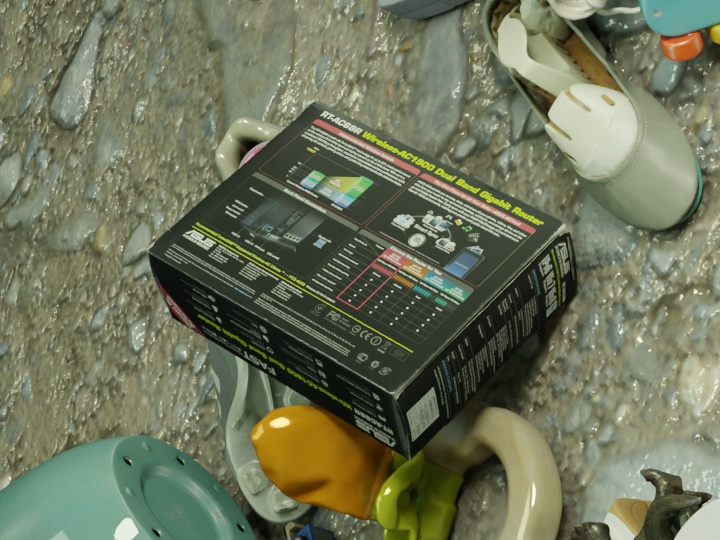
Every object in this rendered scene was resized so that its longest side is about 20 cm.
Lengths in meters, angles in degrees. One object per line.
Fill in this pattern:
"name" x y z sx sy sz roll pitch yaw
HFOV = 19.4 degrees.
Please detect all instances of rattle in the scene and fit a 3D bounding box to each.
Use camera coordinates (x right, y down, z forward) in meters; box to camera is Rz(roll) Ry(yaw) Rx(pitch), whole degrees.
"rattle" 0.048 0.141 1.135 0.130 0.143 0.200 -43 37 10

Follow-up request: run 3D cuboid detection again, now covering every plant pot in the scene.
"plant pot" -0.160 0.203 1.339 0.161 0.201 0.201 -44 44 19

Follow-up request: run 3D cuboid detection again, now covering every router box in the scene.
"router box" 0.000 0.000 1.200 0.200 0.062 0.150 29 60 33

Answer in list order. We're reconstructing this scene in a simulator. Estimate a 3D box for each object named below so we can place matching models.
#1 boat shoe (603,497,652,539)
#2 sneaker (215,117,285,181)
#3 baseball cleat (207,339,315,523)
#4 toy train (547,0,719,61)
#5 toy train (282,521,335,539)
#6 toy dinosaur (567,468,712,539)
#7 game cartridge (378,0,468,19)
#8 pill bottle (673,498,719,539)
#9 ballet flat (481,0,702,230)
"boat shoe" 0.170 0.193 1.012 0.069 0.071 0.200 -65 32 21
"sneaker" -0.036 -0.039 1.340 0.081 0.088 0.200 -56 38 0
"baseball cleat" -0.064 0.069 1.377 0.106 0.070 0.200 101 158 -79
"toy train" 0.186 -0.204 1.086 0.200 0.150 0.056 -51 27 33
"toy train" -0.013 0.230 1.261 0.046 0.034 0.200 -45 45 28
"toy dinosaur" 0.135 0.150 0.931 0.200 0.077 0.102 125 145 -59
"game cartridge" 0.081 -0.249 1.330 0.200 0.041 0.133 -34 48 41
"pill bottle" 0.216 0.145 0.853 0.112 0.200 0.113 -25 57 45
"ballet flat" 0.121 -0.094 1.189 0.067 0.064 0.200 -54 40 24
